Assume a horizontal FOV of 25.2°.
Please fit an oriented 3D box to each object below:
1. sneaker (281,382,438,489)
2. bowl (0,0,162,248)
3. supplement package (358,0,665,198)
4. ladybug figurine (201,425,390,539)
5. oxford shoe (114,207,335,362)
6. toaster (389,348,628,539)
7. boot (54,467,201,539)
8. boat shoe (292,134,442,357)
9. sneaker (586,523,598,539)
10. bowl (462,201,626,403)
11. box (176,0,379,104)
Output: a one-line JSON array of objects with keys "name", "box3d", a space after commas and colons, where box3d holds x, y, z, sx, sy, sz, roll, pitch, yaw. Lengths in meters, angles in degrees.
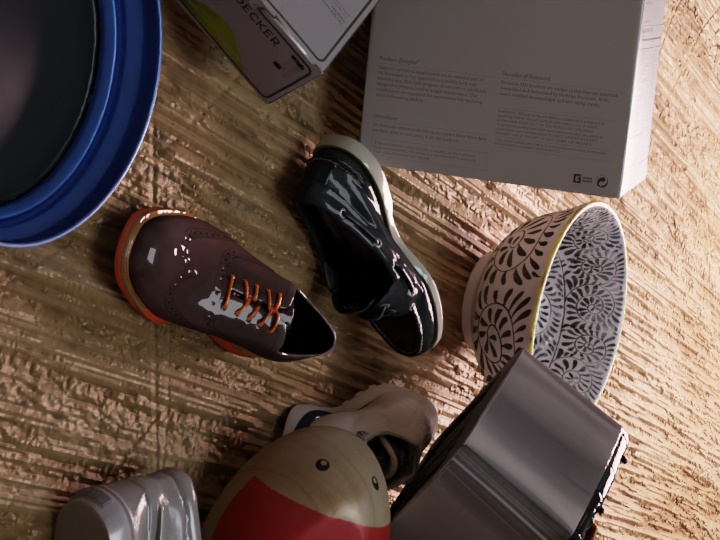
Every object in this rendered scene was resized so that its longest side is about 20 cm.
[{"name": "sneaker", "box3d": [0.017, 0.134, 1.216, 0.199, 0.080, 0.077, -11, 108, -60]}, {"name": "bowl", "box3d": [-0.178, -0.114, 0.829, 0.200, 0.039, 0.203, -28, 124, -54]}, {"name": "supplement package", "box3d": [0.114, -0.169, 1.145, 0.147, 0.189, 0.202, -28, 125, -71]}, {"name": "ladybug figurine", "box3d": [-0.045, 0.204, 1.083, 0.135, 0.072, 0.202, 17, 101, -26]}, {"name": "oxford shoe", "box3d": [-0.080, 0.011, 1.009, 0.200, 0.072, 0.072, 30, 75, -59]}, {"name": "toaster", "box3d": [0.099, 0.174, 1.187, 0.200, 0.118, 0.181, -51, 179, 35]}, {"name": "boot", "box3d": [-0.133, 0.222, 0.987, 0.095, 0.073, 0.202, -12, 109, -51]}, {"name": "boat shoe", "box3d": [0.002, 0.000, 1.149, 0.066, 0.074, 0.200, -53, 142, -33]}, {"name": "sneaker", "box3d": [0.182, 0.196, 1.521, 0.073, 0.084, 0.201, -60, 144, -26]}, {"name": "bowl", "box3d": [0.148, 0.034, 1.378, 0.200, 0.093, 0.203, -30, 126, -53]}, {"name": "box", "box3d": [-0.030, -0.213, 0.987, 0.117, 0.060, 0.201, 47, 53, -19]}]
